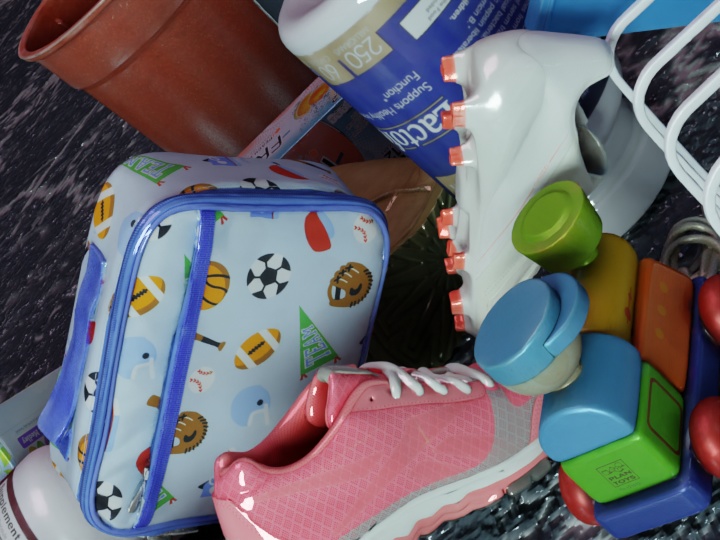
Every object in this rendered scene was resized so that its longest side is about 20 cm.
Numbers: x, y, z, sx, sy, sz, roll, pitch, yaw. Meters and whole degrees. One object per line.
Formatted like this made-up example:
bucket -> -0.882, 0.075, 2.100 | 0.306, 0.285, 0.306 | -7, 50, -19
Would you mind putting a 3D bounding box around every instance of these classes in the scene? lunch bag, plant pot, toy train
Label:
lunch bag -> -0.076, 0.042, 0.783 | 0.075, 0.159, 0.202 | 40, 123, 47
plant pot -> -0.136, -0.182, 1.249 | 0.200, 0.195, 0.202 | -36, 27, 22
toy train -> 0.111, 0.003, 0.680 | 0.084, 0.116, 0.201 | -26, 33, 36

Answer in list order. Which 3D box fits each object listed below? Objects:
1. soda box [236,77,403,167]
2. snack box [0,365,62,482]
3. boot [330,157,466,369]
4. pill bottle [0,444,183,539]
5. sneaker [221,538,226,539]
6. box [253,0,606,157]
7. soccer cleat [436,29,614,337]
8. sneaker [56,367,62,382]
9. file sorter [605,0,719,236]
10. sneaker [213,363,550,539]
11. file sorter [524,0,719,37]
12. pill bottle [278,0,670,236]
soda box -> -0.061, -0.051, 1.099 | 0.200, 0.063, 0.069 | -43, 25, 13
snack box -> -0.241, 0.126, 1.061 | 0.142, 0.053, 0.200 | -37, 1, 21
boot -> 0.000, 0.000, 0.937 | 0.199, 0.066, 0.176 | -9, 42, 58
pill bottle -> -0.188, 0.179, 0.920 | 0.200, 0.113, 0.113 | -44, 25, 8
sneaker -> -0.058, 0.167, 0.798 | 0.199, 0.074, 0.087 | -7, 36, 46
box -> 0.060, -0.196, 0.950 | 0.123, 0.196, 0.201 | -8, 47, 54
soccer cleat -> 0.077, -0.032, 0.732 | 0.076, 0.201, 0.070 | -6, 54, -2
sneaker -> -0.095, 0.065, 0.917 | 0.199, 0.083, 0.077 | -15, -44, -57
file sorter -> 0.198, -0.056, 0.615 | 0.139, 0.124, 0.201 | -42, 26, 14
sneaker -> 0.020, 0.072, 0.701 | 0.199, 0.088, 0.073 | -33, 20, -25
file sorter -> 0.165, -0.207, 0.713 | 0.140, 0.197, 0.124 | 100, 157, -53
pill bottle -> 0.063, -0.101, 0.801 | 0.116, 0.199, 0.116 | -41, 24, 22
